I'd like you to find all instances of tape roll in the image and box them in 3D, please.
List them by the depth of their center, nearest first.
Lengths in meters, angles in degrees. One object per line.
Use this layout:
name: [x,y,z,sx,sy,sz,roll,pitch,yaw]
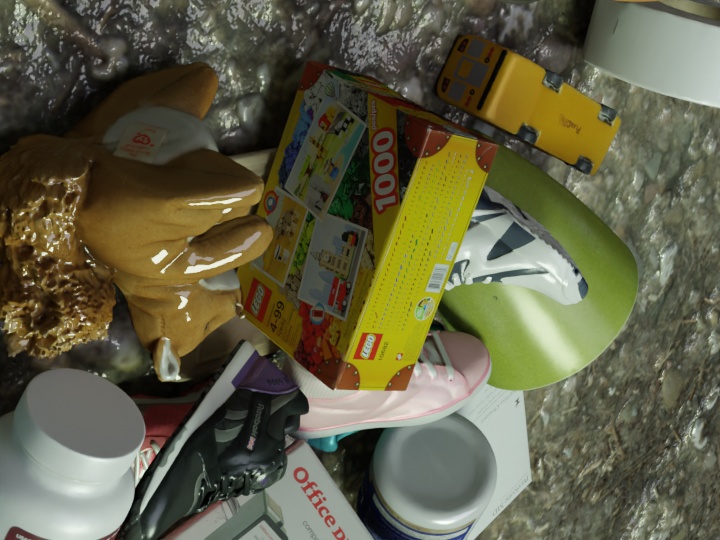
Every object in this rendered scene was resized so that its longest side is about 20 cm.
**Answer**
tape roll: [0.311,-0.212,1.193,0.201,0.202,0.071,-9,121,-44]

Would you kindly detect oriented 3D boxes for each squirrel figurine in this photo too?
squirrel figurine: [-0.162,-0.013,0.876,0.198,0.142,0.188,-17,139,-21]

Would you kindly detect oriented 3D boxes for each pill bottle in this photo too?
pill bottle: [-0.224,0.170,0.875,0.112,0.113,0.201,-1,131,-47]
pill bottle: [0.054,0.223,1.211,0.115,0.116,0.201,-35,159,-28]

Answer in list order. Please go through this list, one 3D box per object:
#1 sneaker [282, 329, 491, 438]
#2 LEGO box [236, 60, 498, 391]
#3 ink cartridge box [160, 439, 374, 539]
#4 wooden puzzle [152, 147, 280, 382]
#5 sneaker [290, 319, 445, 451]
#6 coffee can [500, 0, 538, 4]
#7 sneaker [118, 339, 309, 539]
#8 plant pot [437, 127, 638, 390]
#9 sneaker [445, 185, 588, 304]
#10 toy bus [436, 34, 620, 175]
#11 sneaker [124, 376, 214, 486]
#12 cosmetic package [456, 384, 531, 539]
sneaker: [0.025,0.076,1.062,0.198,0.076,0.105,-12,142,-16]
LEGO box: [-0.003,-0.033,0.944,0.077,0.149,0.202,6,110,-43]
ink cartridge box: [-0.087,0.256,1.053,0.199,0.146,0.084,-36,177,-10]
wooden puzzle: [-0.076,-0.015,1.027,0.199,0.037,0.187,-12,122,-38]
sneaker: [0.015,0.110,1.165,0.199,0.079,0.078,-29,131,-35]
coffee can: [0.052,-0.280,0.862,0.146,0.199,0.148,-26,131,-34]
sneaker: [-0.098,0.138,0.941,0.076,0.087,0.200,-53,-178,44]
plant pot: [0.122,-0.026,1.142,0.188,0.187,0.200,-51,125,-11]
sneaker: [0.076,-0.003,1.025,0.198,0.080,0.130,33,105,-19]
toy bus: [0.159,-0.148,1.163,0.199,0.078,0.066,17,100,-51]
sneaker: [-0.142,0.137,1.003,0.199,0.086,0.074,-16,124,-41]
cosmetic package: [0.109,0.168,1.305,0.113,0.081,0.201,-40,137,-26]
